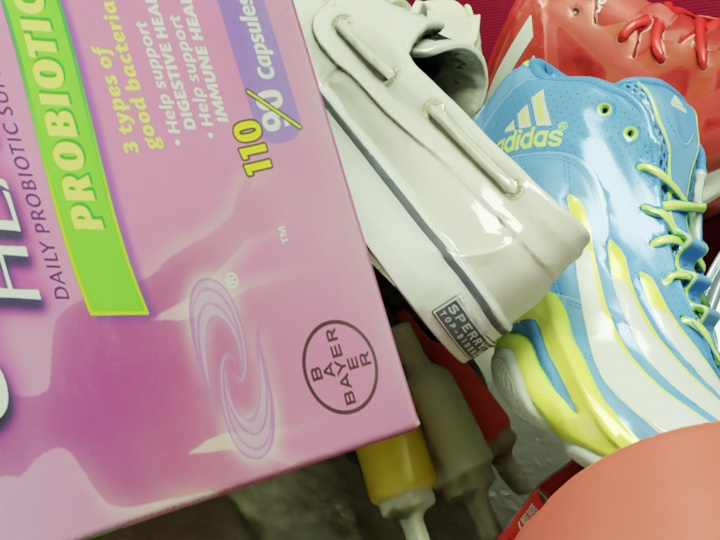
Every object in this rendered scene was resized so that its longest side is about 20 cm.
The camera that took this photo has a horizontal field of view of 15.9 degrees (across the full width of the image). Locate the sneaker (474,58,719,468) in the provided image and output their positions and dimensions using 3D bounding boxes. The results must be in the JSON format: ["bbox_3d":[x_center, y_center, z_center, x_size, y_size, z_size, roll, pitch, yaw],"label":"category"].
[{"bbox_3d":[0.082,-0.005,0.835,0.076,0.105,0.200,21,18,-45],"label":"sneaker"}]

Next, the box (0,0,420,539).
[{"bbox_3d":[-0.106,-0.007,0.751,0.200,0.097,0.176,-14,87,-40],"label":"box"}]

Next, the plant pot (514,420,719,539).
[{"bbox_3d":[0.116,0.150,0.719,0.200,0.200,0.177,18,35,-17],"label":"plant pot"}]

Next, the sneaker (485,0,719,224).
[{"bbox_3d":[0.121,-0.080,0.938,0.116,0.200,0.078,61,30,3],"label":"sneaker"}]

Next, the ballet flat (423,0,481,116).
[{"bbox_3d":[0.003,-0.094,1.025,0.068,0.068,0.200,-15,57,-46],"label":"ballet flat"}]

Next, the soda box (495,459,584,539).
[{"bbox_3d":[0.119,0.079,0.906,0.063,0.070,0.200,43,38,14],"label":"soda box"}]

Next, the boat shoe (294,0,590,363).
[{"bbox_3d":[0.010,-0.056,0.842,0.072,0.066,0.200,49,6,-43],"label":"boat shoe"}]

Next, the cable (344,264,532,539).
[{"bbox_3d":[0.000,0.000,0.878,0.097,0.050,0.200,-27,93,-56],"label":"cable"}]

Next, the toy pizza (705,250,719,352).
[{"bbox_3d":[0.205,0.049,0.863,0.200,0.032,0.200,1,67,-2],"label":"toy pizza"}]

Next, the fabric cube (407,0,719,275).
[{"bbox_3d":[0.156,-0.132,1.070,0.196,0.199,0.200,44,38,15],"label":"fabric cube"}]
